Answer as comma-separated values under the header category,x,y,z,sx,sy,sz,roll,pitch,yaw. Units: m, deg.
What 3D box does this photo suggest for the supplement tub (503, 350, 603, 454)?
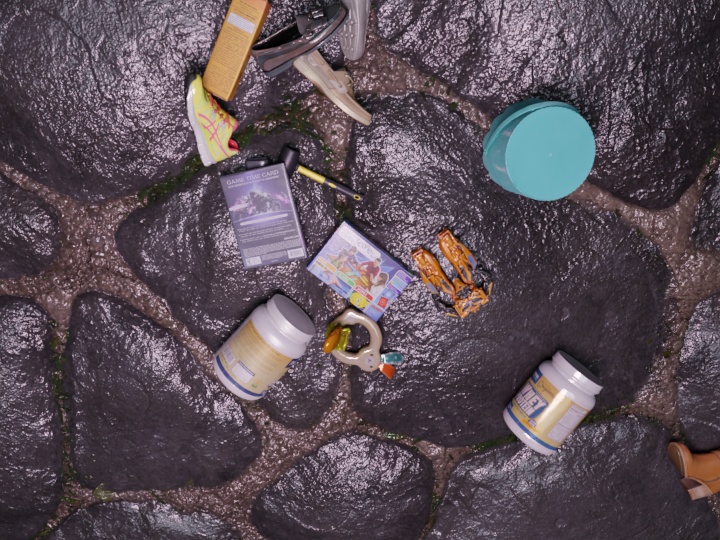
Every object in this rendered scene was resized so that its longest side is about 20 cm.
category,x,y,z,sx,sy,sz,roll,pitch,yaw
supplement tub,0.435,0.297,1.351,0.144,0.145,0.201,32,103,-11

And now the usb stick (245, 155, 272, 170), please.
category,x,y,z,sx,sy,sz,roll,pitch,yaw
usb stick,-0.205,-0.138,1.253,0.055,0.033,0.202,-3,108,1

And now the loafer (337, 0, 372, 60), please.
category,x,y,z,sx,sy,sz,roll,pitch,yaw
loafer,-0.004,-0.505,1.126,0.069,0.070,0.202,-24,130,-36

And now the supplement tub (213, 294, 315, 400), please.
category,x,y,z,sx,sy,sz,roll,pitch,yaw
supplement tub,-0.206,0.164,1.289,0.144,0.145,0.200,41,102,-13

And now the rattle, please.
category,x,y,z,sx,sy,sz,roll,pitch,yaw
rattle,0.014,0.184,1.309,0.130,0.143,0.200,-42,99,-6

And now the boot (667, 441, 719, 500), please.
category,x,y,z,sx,sy,sz,roll,pitch,yaw
boot,0.849,0.461,1.455,0.154,0.074,0.201,-28,118,8

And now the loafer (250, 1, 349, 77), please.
category,x,y,z,sx,sy,sz,roll,pitch,yaw
loafer,-0.115,-0.437,1.106,0.199,0.072,0.063,-30,138,18

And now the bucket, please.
category,x,y,z,sx,sy,sz,roll,pitch,yaw
bucket,0.355,-0.240,1.185,0.204,0.135,0.210,-1,107,-3

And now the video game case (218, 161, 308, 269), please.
category,x,y,z,sx,sy,sz,roll,pitch,yaw
video game case,-0.199,-0.110,1.235,0.141,0.019,0.202,-10,105,11

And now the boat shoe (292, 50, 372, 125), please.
category,x,y,z,sx,sy,sz,roll,pitch,yaw
boat shoe,-0.046,-0.367,1.168,0.200,0.072,0.065,41,100,-6

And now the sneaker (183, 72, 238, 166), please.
category,x,y,z,sx,sy,sz,roll,pitch,yaw
sneaker,-0.286,-0.297,1.156,0.089,0.079,0.201,-11,144,-5

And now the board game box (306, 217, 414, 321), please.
category,x,y,z,sx,sy,sz,roll,pitch,yaw
board game box,0.000,0.000,1.300,0.199,0.035,0.136,38,102,-13

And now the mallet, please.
category,x,y,z,sx,sy,sz,roll,pitch,yaw
mallet,-0.088,-0.182,1.244,0.199,0.041,0.066,32,104,-15

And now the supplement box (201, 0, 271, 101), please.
category,x,y,z,sx,sy,sz,roll,pitch,yaw
supplement box,-0.240,-0.431,1.143,0.068,0.067,0.202,23,105,-8

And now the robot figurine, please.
category,x,y,z,sx,sy,sz,roll,pitch,yaw
robot figurine,0.204,0.017,1.300,0.144,0.058,0.201,-35,105,10
